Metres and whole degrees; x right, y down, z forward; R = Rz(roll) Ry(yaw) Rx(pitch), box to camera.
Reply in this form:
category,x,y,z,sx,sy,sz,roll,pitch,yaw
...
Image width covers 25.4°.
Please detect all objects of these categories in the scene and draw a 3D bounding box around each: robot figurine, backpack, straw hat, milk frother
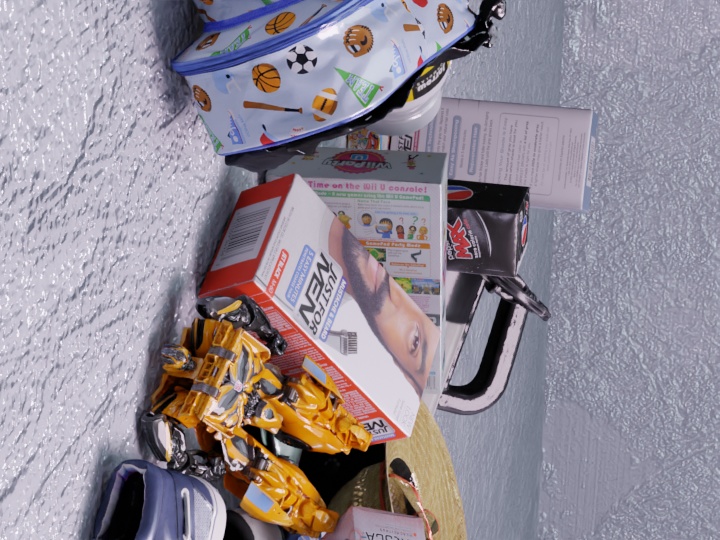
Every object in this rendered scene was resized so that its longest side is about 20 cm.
category,x,y,z,sx,sy,sz,roll,pitch,yaw
robot figurine,-0.074,0.107,1.152,0.200,0.058,0.146,45,60,-44
backpack,-0.032,-0.159,1.086,0.154,0.199,0.191,56,38,-20
straw hat,0.019,0.207,1.337,0.201,0.085,0.202,-15,90,-72
milk frother,0.075,0.061,1.521,0.200,0.180,0.189,-63,171,-84

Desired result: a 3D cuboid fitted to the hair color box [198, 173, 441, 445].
category,x,y,z,sx,sy,sz,roll,pitch,yaw
hair color box,-0.027,0.034,1.242,0.200,0.064,0.111,47,45,-33

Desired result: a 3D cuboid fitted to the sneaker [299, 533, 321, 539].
category,x,y,z,sx,sy,sz,roll,pitch,yaw
sneaker,-0.074,0.282,1.366,0.077,0.075,0.201,-20,106,-68

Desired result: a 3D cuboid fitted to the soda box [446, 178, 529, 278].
category,x,y,z,sx,sy,sz,roll,pitch,yaw
soda box,0.048,-0.044,1.426,0.071,0.199,0.064,-58,151,-61

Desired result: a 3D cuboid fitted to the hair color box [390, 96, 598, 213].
category,x,y,z,sx,sy,sz,roll,pitch,yaw
hair color box,0.131,-0.117,1.592,0.061,0.199,0.100,2,94,-76

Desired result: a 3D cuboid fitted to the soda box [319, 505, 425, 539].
category,x,y,z,sx,sy,sz,roll,pitch,yaw
soda box,-0.020,0.260,1.241,0.200,0.063,0.069,-53,-147,44

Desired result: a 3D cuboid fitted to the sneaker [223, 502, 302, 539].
category,x,y,z,sx,sy,sz,roll,pitch,yaw
sneaker,-0.110,0.263,1.197,0.115,0.080,0.201,16,83,-65

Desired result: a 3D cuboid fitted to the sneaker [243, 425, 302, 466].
category,x,y,z,sx,sy,sz,roll,pitch,yaw
sneaker,-0.065,0.081,1.269,0.118,0.073,0.202,16,83,-83

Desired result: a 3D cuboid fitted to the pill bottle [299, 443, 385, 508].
category,x,y,z,sx,sy,sz,roll,pitch,yaw
pill bottle,-0.007,0.194,1.500,0.200,0.111,0.113,48,49,-72

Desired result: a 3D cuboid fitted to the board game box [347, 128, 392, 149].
category,x,y,z,sx,sy,sz,roll,pitch,yaw
board game box,0.018,-0.107,1.634,0.134,0.034,0.201,-46,140,-69

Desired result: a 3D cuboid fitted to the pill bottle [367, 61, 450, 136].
category,x,y,z,sx,sy,sz,roll,pitch,yaw
pill bottle,0.023,-0.215,1.429,0.200,0.112,0.113,77,24,-55

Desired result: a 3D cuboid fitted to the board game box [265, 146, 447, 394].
category,x,y,z,sx,sy,sz,roll,pitch,yaw
board game box,0.000,0.000,1.350,0.064,0.147,0.201,-72,164,-59

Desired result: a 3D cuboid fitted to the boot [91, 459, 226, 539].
category,x,y,z,sx,sy,sz,roll,pitch,yaw
boot,-0.149,0.225,1.036,0.090,0.072,0.201,35,60,-57
